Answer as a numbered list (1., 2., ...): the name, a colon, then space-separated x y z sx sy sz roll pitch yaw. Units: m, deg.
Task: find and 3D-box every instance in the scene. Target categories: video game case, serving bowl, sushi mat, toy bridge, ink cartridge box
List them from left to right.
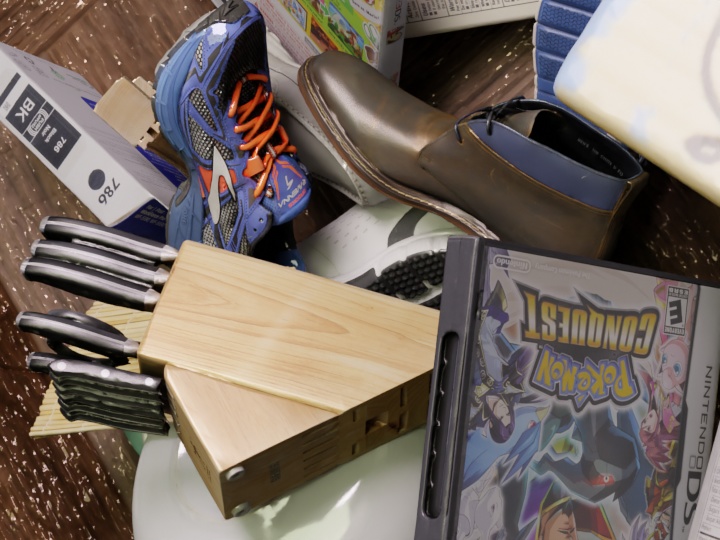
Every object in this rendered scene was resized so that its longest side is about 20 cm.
1. ink cartridge box: -0.153 -0.065 1.292 0.200 0.099 0.039 42 101 30
2. sushi mat: -0.113 0.048 1.166 0.200 0.012 0.096 -10 50 50
3. toy bridge: -0.114 -0.083 1.232 0.067 0.200 0.027 41 93 -3
4. serving bowl: -0.047 0.105 1.113 0.199 0.066 0.201 -18 54 26
5. video game case: -0.040 -0.177 1.223 0.023 0.182 0.200 -27 61 -21
6. video game case: 0.109 0.085 1.055 0.025 0.200 0.182 4 86 47

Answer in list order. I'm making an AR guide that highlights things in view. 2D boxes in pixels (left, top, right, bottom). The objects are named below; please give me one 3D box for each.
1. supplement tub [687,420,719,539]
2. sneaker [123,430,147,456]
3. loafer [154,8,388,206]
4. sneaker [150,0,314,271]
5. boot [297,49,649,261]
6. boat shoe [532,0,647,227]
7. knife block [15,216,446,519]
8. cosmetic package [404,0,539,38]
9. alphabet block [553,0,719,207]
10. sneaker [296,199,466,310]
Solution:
1. supplement tub: 0.228 0.130 1.026 0.132 0.132 0.201 14 86 30
2. sneaker: -0.056 0.090 1.227 0.140 0.078 0.200 -35 75 17
3. loafer: -0.049 -0.087 1.214 0.070 0.070 0.200 -35 42 -14
4. sneaker: -0.060 -0.062 1.141 0.078 0.200 0.075 26 51 25
5. boot: 0.061 -0.072 1.103 0.200 0.075 0.097 40 129 8
6. boat shoe: 0.130 -0.071 1.141 0.072 0.072 0.201 27 124 30
7. knife block: -0.066 0.024 1.057 0.199 0.064 0.176 -25 65 -13
8. cosmetic package: 0.085 -0.198 1.180 0.199 0.071 0.106 -4 116 27
9. alphabet block: 0.248 -0.096 1.024 0.200 0.196 0.196 36 99 29
10. sneaker: 0.000 0.000 1.223 0.199 0.074 0.080 -16 44 30
